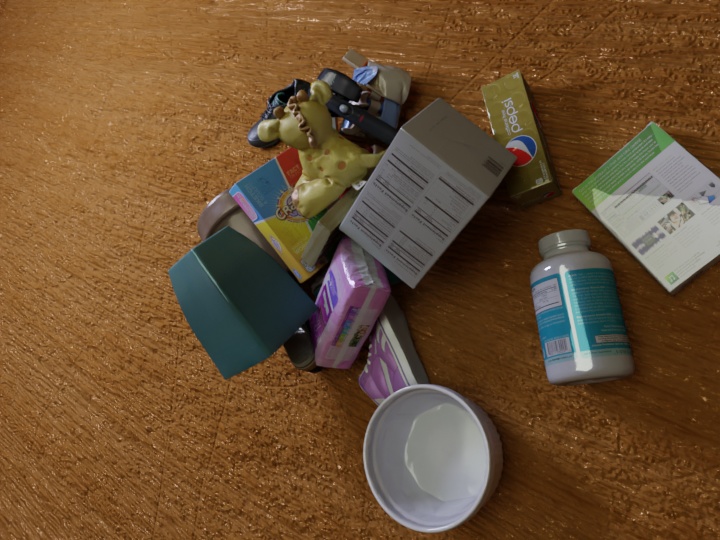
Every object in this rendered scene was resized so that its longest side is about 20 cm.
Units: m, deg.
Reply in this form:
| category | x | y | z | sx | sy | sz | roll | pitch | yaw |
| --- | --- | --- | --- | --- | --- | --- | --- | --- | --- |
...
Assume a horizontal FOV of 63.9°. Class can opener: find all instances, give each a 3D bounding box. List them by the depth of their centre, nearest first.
| category | x | y | z | sx | sy | sz | roll | pitch | yaw |
| --- | --- | --- | --- | --- | --- | --- | --- | --- | --- |
| can opener | 0.002 | -0.254 | 0.955 | 0.200 | 0.063 | 0.079 | 35 | 111 | 2 |

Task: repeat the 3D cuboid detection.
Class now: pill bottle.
| category | x | y | z | sx | sy | sz | roll | pitch | yaw |
| --- | --- | --- | --- | --- | --- | --- | --- | --- | --- |
| pill bottle | 0.294 | 0.050 | 0.785 | 0.110 | 0.111 | 0.201 | -15 | 71 | 29 |

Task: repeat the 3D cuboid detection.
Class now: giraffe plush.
| category | x | y | z | sx | sy | sz | roll | pitch | yaw |
| --- | --- | --- | --- | --- | --- | --- | --- | --- | --- |
| giraffe plush | -0.070 | -0.194 | 0.904 | 0.172 | 0.162 | 0.200 | -43 | 16 | -15 |

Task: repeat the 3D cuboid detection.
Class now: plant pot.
| category | x | y | z | sx | sy | sz | roll | pitch | yaw |
| --- | --- | --- | --- | --- | --- | --- | --- | --- | --- |
| plant pot | -0.203 | 0.042 | 0.941 | 0.141 | 0.141 | 0.200 | -29 | 101 | 41 |
| plant pot | -0.177 | -0.045 | 1.077 | 0.200 | 0.200 | 0.175 | -39 | 70 | 19 |

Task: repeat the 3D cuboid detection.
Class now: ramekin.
| category | x | y | z | sx | sy | sz | roll | pitch | yaw |
| --- | --- | --- | --- | --- | --- | --- | --- | --- | --- |
| ramekin | 0.114 | 0.271 | 0.851 | 0.199 | 0.105 | 0.201 | -9 | 74 | 32 |

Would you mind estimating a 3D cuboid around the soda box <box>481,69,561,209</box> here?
| category | x | y | z | sx | sy | sz | roll | pitch | yaw |
| --- | --- | --- | --- | --- | --- | --- | --- | --- | --- |
| soda box | 0.251 | -0.205 | 0.905 | 0.067 | 0.064 | 0.201 | -20 | 68 | 28 |

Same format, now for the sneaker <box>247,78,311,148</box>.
| category | x | y | z | sx | sy | sz | roll | pitch | yaw |
| --- | --- | --- | --- | --- | --- | --- | --- | --- | --- |
| sneaker | -0.173 | -0.332 | 1.206 | 0.199 | 0.079 | 0.076 | -32 | 63 | 25 |

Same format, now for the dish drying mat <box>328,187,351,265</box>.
| category | x | y | z | sx | sy | sz | roll | pitch | yaw |
| --- | --- | --- | --- | --- | --- | --- | --- | --- | --- |
| dish drying mat | -0.047 | -0.110 | 1.104 | 0.076 | 0.018 | 0.201 | 12 | 85 | 36 |

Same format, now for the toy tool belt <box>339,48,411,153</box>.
| category | x | y | z | sx | sy | sz | roll | pitch | yaw |
| --- | --- | --- | --- | --- | --- | --- | --- | --- | --- |
| toy tool belt | 0.005 | -0.287 | 1.043 | 0.125 | 0.122 | 0.201 | -4 | 72 | 68 |

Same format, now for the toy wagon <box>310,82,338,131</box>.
| category | x | y | z | sx | sy | sz | roll | pitch | yaw |
| --- | --- | --- | --- | --- | --- | --- | --- | --- | --- |
| toy wagon | -0.072 | -0.264 | 1.095 | 0.155 | 0.039 | 0.201 | 125 | 143 | -65 |

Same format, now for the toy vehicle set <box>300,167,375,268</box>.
| category | x | y | z | sx | sy | sz | roll | pitch | yaw |
| --- | --- | --- | --- | --- | --- | --- | --- | --- | --- |
| toy vehicle set | -0.017 | -0.103 | 0.964 | 0.026 | 0.124 | 0.200 | 39 | 60 | 3 |

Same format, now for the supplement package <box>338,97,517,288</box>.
| category | x | y | z | sx | sy | sz | roll | pitch | yaw |
| --- | --- | --- | --- | --- | --- | --- | --- | --- | --- |
| supplement package | 0.098 | -0.114 | 0.859 | 0.150 | 0.152 | 0.200 | 39 | 131 | 4 |

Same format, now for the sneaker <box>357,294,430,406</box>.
| category | x | y | z | sx | sy | sz | roll | pitch | yaw |
| --- | --- | --- | --- | --- | --- | --- | --- | --- | --- |
| sneaker | 0.028 | 0.132 | 0.964 | 0.114 | 0.073 | 0.201 | -31 | 63 | 27 |

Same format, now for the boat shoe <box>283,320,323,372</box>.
| category | x | y | z | sx | sy | sz | roll | pitch | yaw |
| --- | --- | --- | --- | --- | --- | --- | --- | --- | --- |
| boat shoe | -0.116 | 0.111 | 1.068 | 0.074 | 0.062 | 0.200 | -37 | 45 | 5 |

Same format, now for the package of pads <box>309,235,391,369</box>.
| category | x | y | z | sx | sy | sz | roll | pitch | yaw |
| --- | --- | --- | --- | --- | --- | --- | --- | --- | --- |
| package of pads | -0.022 | 0.054 | 0.948 | 0.121 | 0.075 | 0.201 | -103 | 29 | -45 |

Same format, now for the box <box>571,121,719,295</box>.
| category | x | y | z | sx | sy | sz | roll | pitch | yaw |
| --- | --- | --- | --- | --- | --- | --- | --- | --- | --- |
| box | 0.412 | -0.087 | 0.789 | 0.144 | 0.036 | 0.200 | -42 | 60 | 17 |

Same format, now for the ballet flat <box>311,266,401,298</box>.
| category | x | y | z | sx | sy | sz | roll | pitch | yaw |
| --- | --- | --- | --- | --- | --- | --- | --- | --- | --- |
| ballet flat | 0.000 | 0.000 | 1.020 | 0.199 | 0.076 | 0.064 | -17 | 36 | 23 |

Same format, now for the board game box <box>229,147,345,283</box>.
| category | x | y | z | sx | sy | sz | roll | pitch | yaw |
| --- | --- | --- | --- | --- | --- | --- | --- | --- | --- |
| board game box | -0.108 | -0.102 | 1.014 | 0.200 | 0.153 | 0.040 | 51 | 148 | -5 |
